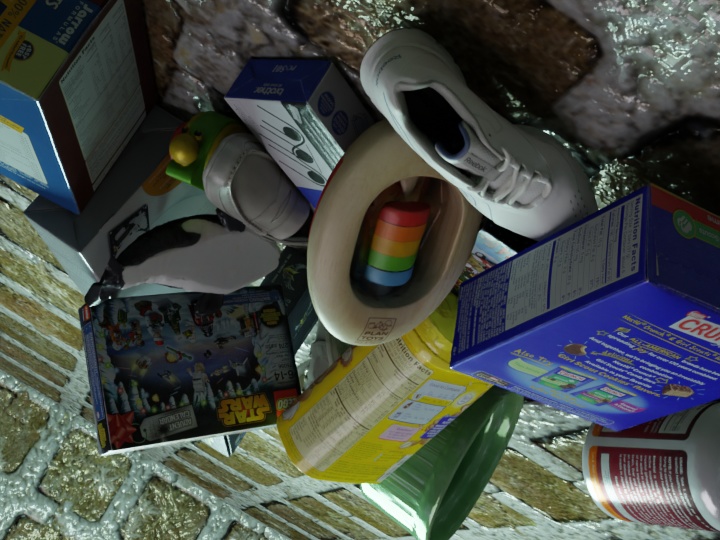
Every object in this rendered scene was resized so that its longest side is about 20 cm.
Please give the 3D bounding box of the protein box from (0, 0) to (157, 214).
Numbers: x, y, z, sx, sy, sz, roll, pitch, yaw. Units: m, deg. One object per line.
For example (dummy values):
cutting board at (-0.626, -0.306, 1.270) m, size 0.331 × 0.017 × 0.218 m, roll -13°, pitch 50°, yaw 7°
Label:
protein box at (-0.291, -0.181, 0.887) m, size 0.197 × 0.136 × 0.200 m, roll 27°, pitch 158°, yaw 5°

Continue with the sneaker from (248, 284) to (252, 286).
sneaker at (-0.163, 0.011, 1.265) m, size 0.088 × 0.076 × 0.200 m, roll 20°, pitch 166°, yaw -12°

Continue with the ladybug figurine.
ladybug figurine at (0.020, -0.033, 0.824) m, size 0.135 × 0.201 × 0.072 m, roll 3°, pitch -148°, yaw -28°

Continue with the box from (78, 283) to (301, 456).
box at (-0.156, 0.090, 1.027) m, size 0.199 × 0.138 × 0.040 m, roll -5°, pitch 168°, yaw -32°

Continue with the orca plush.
orca plush at (-0.168, -0.011, 0.994) m, size 0.071 × 0.199 × 0.106 m, roll 26°, pitch 128°, yaw 38°

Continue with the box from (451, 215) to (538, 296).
box at (0.160, 0.022, 0.913) m, size 0.199 × 0.038 × 0.137 m, roll 33°, pitch 158°, yaw -9°

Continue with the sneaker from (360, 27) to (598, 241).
sneaker at (0.080, -0.072, 0.714) m, size 0.199 × 0.075 × 0.087 m, roll 34°, pitch -159°, yaw -18°

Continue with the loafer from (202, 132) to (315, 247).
loafer at (-0.075, -0.064, 0.931) m, size 0.069 × 0.070 × 0.200 m, roll 31°, pitch 180°, yaw 17°

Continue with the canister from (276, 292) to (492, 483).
canister at (0.035, 0.108, 1.003) m, size 0.148 × 0.200 × 0.087 m, roll 16°, pitch -143°, yaw -47°

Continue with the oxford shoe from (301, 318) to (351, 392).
oxford shoe at (-0.034, 0.108, 1.139) m, size 0.057 × 0.202 × 0.075 m, roll -8°, pitch 168°, yaw 18°

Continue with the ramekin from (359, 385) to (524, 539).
ramekin at (0.085, 0.187, 1.165) m, size 0.097 × 0.201 × 0.200 m, roll 28°, pitch 160°, yaw 21°

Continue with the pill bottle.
pill bottle at (0.301, 0.174, 0.970) m, size 0.113 × 0.113 × 0.200 m, roll 37°, pitch 157°, yaw -21°

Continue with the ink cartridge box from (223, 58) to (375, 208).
ink cartridge box at (-0.016, -0.086, 0.882) m, size 0.094 × 0.044 × 0.200 m, roll 11°, pitch 152°, yaw 41°

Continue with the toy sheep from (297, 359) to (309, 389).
toy sheep at (-0.033, 0.176, 1.369) m, size 0.137 × 0.139 × 0.200 m, roll 21°, pitch 162°, yaw 19°

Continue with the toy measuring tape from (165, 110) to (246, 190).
toy measuring tape at (-0.119, -0.099, 0.988) m, size 0.073 × 0.074 × 0.200 m, roll 22°, pitch 180°, yaw 17°

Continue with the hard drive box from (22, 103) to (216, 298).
hard drive box at (-0.214, -0.045, 1.055) m, size 0.077 × 0.156 × 0.200 m, roll 32°, pitch 161°, yaw 20°

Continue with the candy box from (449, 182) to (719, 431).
candy box at (0.187, 0.035, 0.751) m, size 0.168 × 0.078 × 0.200 m, roll 22°, pitch 151°, yaw -25°

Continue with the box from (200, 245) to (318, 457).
box at (-0.110, 0.089, 1.174) m, size 0.051 × 0.201 × 0.158 m, roll 28°, pitch 158°, yaw 9°
